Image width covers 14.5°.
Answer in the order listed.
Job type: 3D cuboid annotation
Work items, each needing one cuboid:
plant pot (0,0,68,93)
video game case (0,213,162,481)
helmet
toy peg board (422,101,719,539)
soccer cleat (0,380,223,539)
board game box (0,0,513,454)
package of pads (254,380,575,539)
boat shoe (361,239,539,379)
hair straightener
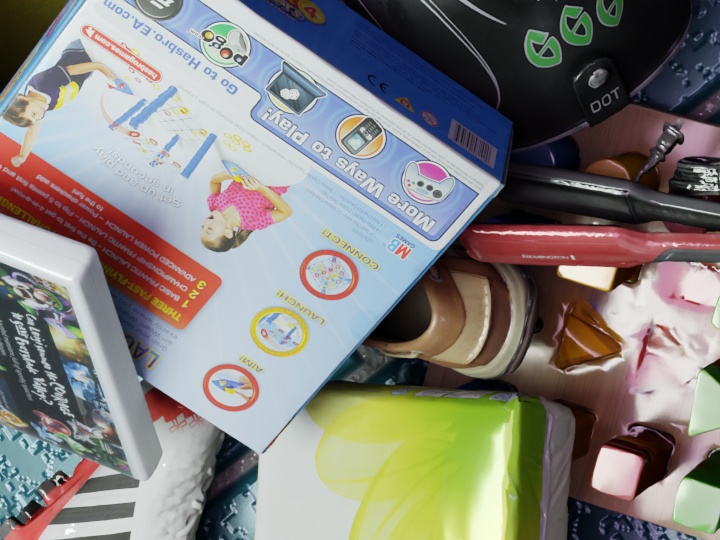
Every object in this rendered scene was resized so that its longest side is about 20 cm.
[{"bbox_3d":[-0.189,-0.026,1.450,0.187,0.187,0.200,37,118,12],"label":"plant pot"},{"bbox_3d":[-0.188,0.017,1.315,0.181,0.200,0.023,21,64,17],"label":"video game case"},{"bbox_3d":[0.053,-0.171,1.324,0.199,0.200,0.191,-22,118,19],"label":"helmet"},{"bbox_3d":[0.129,0.024,1.379,0.198,0.098,0.201,17,99,16],"label":"toy peg board"},{"bbox_3d":[-0.103,0.109,1.475,0.085,0.069,0.200,46,110,1],"label":"soccer cleat"},{"bbox_3d":[-0.067,-0.043,1.284,0.200,0.056,0.196,34,122,-13],"label":"board game box"},{"bbox_3d":[0.020,0.155,1.368,0.154,0.068,0.201,3,87,33],"label":"package of pads"},{"bbox_3d":[0.000,0.000,1.394,0.200,0.074,0.076,16,98,48],"label":"boat shoe"},{"bbox_3d":[0.145,-0.040,1.304,0.199,0.041,0.077,0,64,24],"label":"hair straightener"}]
